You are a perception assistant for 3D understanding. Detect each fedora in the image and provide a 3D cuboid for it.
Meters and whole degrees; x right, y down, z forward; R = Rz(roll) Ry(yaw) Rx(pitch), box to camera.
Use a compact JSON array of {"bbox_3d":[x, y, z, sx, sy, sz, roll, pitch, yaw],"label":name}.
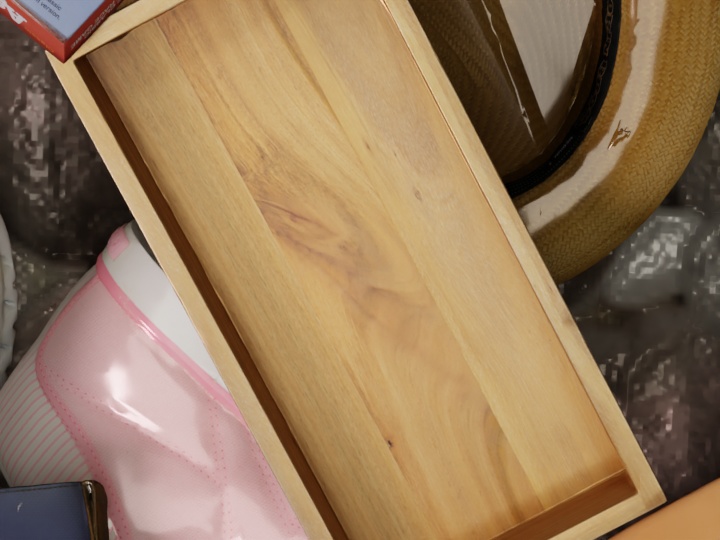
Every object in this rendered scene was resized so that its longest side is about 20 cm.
[{"bbox_3d":[0.019,-0.089,0.765,0.200,0.082,0.201,0,100,-1],"label":"fedora"}]

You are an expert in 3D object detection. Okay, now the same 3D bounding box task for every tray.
[{"bbox_3d":[0.000,0.000,0.720,0.099,0.037,0.200,-27,98,4],"label":"tray"}]

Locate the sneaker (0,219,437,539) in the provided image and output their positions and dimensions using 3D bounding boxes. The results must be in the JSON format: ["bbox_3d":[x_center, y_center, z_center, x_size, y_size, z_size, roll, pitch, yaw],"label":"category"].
[{"bbox_3d":[-0.035,0.087,0.793,0.200,0.075,0.105,44,97,-3],"label":"sneaker"}]

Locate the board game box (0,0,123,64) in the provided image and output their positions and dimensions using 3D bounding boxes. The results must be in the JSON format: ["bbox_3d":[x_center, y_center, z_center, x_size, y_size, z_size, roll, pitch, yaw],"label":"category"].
[{"bbox_3d":[-0.126,-0.159,0.697,0.200,0.019,0.103,40,75,4],"label":"board game box"}]

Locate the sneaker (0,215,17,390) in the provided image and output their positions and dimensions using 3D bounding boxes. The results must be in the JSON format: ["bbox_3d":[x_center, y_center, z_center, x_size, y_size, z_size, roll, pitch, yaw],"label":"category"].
[{"bbox_3d":[-0.164,0.061,0.785,0.075,0.081,0.200,18,95,-1],"label":"sneaker"}]

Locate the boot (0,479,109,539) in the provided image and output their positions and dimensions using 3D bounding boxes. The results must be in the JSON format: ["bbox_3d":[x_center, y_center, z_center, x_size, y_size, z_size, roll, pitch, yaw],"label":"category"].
[{"bbox_3d":[-0.163,0.115,0.734,0.200,0.075,0.097,-1,78,-5],"label":"boot"}]

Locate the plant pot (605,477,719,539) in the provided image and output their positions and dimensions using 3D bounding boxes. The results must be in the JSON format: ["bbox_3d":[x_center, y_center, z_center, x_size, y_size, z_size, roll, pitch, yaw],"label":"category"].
[{"bbox_3d":[0.156,0.119,0.748,0.200,0.200,0.140,-28,81,3],"label":"plant pot"}]
